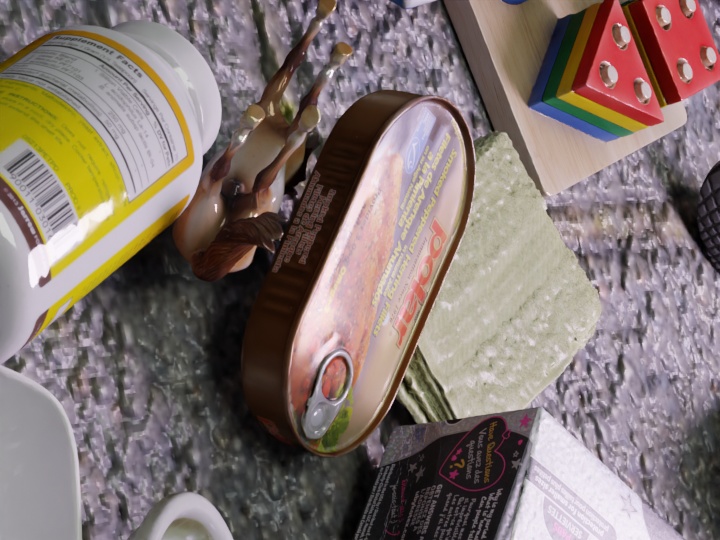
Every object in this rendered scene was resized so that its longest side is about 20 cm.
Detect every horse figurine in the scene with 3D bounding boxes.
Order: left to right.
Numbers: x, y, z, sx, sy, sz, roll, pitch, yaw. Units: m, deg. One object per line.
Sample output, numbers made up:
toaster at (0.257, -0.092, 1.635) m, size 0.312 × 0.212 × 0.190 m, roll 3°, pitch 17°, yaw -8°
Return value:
horse figurine at (-0.051, -0.050, 1.290) m, size 0.050 × 0.133 × 0.200 m, roll 28°, pitch 34°, yaw -3°

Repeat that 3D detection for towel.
towel at (0.064, 0.015, 1.484) m, size 0.149 × 0.036 × 0.200 m, roll 60°, pitch 40°, yaw -13°

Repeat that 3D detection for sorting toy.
sorting toy at (0.143, -0.169, 1.632) m, size 0.198 × 0.069 × 0.201 m, roll -28°, pitch 97°, yaw -52°

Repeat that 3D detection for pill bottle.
pill bottle at (-0.146, -0.043, 1.188) m, size 0.110 × 0.109 × 0.200 m, roll 61°, pitch 38°, yaw -12°

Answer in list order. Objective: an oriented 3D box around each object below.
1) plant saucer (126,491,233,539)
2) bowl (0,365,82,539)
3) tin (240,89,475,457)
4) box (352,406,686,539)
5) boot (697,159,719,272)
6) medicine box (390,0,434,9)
plant saucer at (-0.093, 0.202, 1.165) m, size 0.200 × 0.050 × 0.202 m, roll -5°, pitch 90°, yaw -77°
bowl at (-0.210, 0.129, 1.066) m, size 0.199 × 0.074 × 0.201 m, roll 22°, pitch 58°, yaw -45°
tin at (0.000, 0.000, 1.350) m, size 0.112 × 0.042 × 0.201 m, roll 41°, pitch 68°, yaw -49°
box at (0.099, 0.181, 1.378) m, size 0.200 × 0.114 × 0.133 m, roll 43°, pitch 54°, yaw -32°
boot at (0.295, -0.037, 1.780) m, size 0.200 × 0.069 × 0.132 m, roll 56°, pitch 36°, yaw -36°
medicine box at (0.075, -0.269, 1.450) m, size 0.199 × 0.103 × 0.183 m, roll -19°, pitch 121°, yaw -26°
